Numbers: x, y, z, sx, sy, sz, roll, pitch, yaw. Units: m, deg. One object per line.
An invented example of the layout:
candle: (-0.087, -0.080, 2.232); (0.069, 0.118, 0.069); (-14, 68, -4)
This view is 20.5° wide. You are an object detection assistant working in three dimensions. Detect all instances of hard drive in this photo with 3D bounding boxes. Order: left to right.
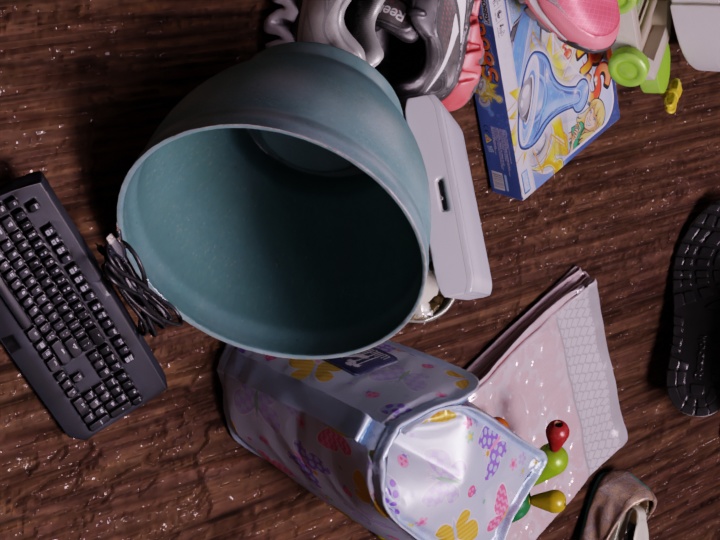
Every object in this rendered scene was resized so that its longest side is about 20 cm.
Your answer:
hard drive: (0.064, -0.047, 1.400); (0.200, 0.026, 0.133); (12, 67, -83)

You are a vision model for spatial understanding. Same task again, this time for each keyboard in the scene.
keyboard: (-0.172, 0.024, 1.233); (0.104, 0.040, 0.201); (-36, 134, -10)

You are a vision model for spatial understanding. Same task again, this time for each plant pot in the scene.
plant pot: (-0.041, -0.060, 1.277); (0.135, 0.198, 0.201); (-72, 150, -43)

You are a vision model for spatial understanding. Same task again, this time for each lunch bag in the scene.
lunch bag: (0.012, 0.114, 1.409); (0.200, 0.169, 0.128); (35, 80, -50)

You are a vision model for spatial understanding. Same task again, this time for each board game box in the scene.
board game box: (0.139, -0.175, 1.548); (0.135, 0.034, 0.201); (-40, 132, -33)

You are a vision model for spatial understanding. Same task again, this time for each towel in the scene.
towel: (0.154, 0.127, 1.696); (0.191, 0.032, 0.201); (-41, 132, -32)

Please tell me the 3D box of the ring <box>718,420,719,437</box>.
ring: (0.362, 0.059, 1.848); (0.200, 0.019, 0.202); (14, 90, -82)

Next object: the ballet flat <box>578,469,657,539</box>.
ballet flat: (0.219, 0.282, 1.809); (0.068, 0.067, 0.202); (10, 98, -51)

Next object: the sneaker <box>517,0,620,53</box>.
sneaker: (0.150, -0.253, 1.441); (0.073, 0.086, 0.202); (-30, 104, -34)

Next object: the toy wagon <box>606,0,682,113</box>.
toy wagon: (0.225, -0.214, 1.599); (0.156, 0.039, 0.201); (-64, 149, -44)

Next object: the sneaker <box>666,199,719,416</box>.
sneaker: (0.323, 0.032, 1.846); (0.088, 0.075, 0.202); (3, 100, -75)

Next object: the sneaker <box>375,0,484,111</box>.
sneaker: (0.046, -0.206, 1.394); (0.098, 0.070, 0.202); (-16, 118, -48)

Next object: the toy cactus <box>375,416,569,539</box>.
toy cactus: (0.090, 0.211, 1.599); (0.200, 0.102, 0.166); (-39, 151, -21)

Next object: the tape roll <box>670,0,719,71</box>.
tape roll: (0.352, -0.262, 1.647); (0.202, 0.138, 0.205); (-23, 116, -61)

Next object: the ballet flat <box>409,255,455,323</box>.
ballet flat: (0.000, 0.000, 1.431); (0.199, 0.063, 0.068); (10, 98, -51)

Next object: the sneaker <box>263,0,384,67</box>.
sneaker: (-0.005, -0.226, 1.320); (0.075, 0.081, 0.202); (-6, 108, -47)
